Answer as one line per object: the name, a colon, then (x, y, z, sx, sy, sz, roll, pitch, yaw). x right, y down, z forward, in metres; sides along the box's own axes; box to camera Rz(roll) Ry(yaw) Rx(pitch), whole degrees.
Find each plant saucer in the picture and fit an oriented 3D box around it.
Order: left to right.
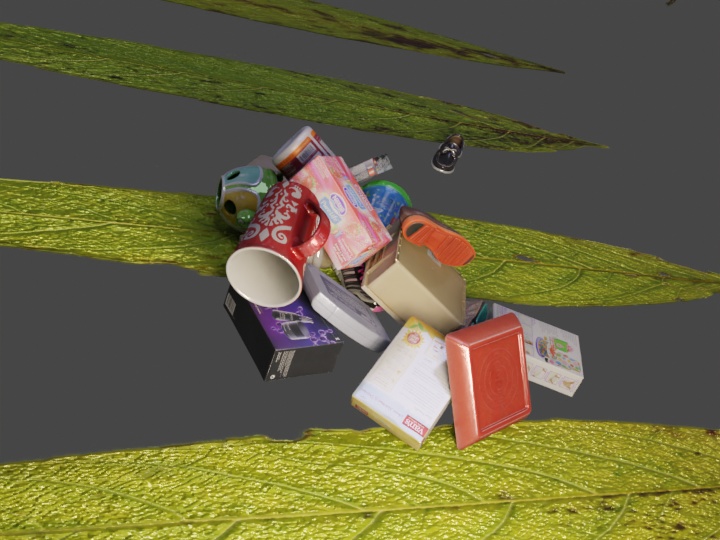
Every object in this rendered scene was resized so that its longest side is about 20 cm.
plant saucer: (0.235, 0.192, 1.414, 0.198, 0.204, 0.036, -13, 8, -43)

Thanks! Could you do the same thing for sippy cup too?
sippy cup: (0.038, -0.109, 1.793, 0.174, 0.141, 0.131, 2, 38, 19)

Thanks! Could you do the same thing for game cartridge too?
game cartridge: (-0.030, 0.072, 1.478, 0.199, 0.041, 0.133, 37, 10, -35)

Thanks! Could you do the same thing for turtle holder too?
turtle holder: (-0.229, -0.132, 1.655, 0.129, 0.141, 0.188, 10, 55, -19)

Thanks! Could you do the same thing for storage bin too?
storage bin: (0.112, 0.020, 1.600, 0.200, 0.093, 0.200, 43, 27, -17)

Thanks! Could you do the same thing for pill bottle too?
pill bottle: (-0.082, -0.192, 1.678, 0.200, 0.109, 0.110, 48, 29, -15)

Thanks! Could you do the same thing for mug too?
mug: (-0.123, -0.053, 1.407, 0.174, 0.135, 0.202, 1, 42, 13)

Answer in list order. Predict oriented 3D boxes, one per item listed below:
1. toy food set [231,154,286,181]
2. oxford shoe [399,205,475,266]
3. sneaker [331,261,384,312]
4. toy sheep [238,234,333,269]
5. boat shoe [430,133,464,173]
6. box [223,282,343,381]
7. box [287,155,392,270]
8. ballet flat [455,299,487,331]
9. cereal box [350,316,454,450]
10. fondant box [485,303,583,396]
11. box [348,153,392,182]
toy food set: (-0.197, -0.200, 1.851, 0.141, 0.061, 0.200, 16, 30, 12)
oxford shoe: (0.156, -0.073, 1.607, 0.199, 0.071, 0.073, 31, 27, -36)
sneaker: (0.000, 0.000, 1.638, 0.073, 0.088, 0.201, 0, 39, -31)
toy sheep: (-0.141, -0.039, 1.568, 0.196, 0.139, 0.139, 7, 35, -23)
boat shoe: (0.256, -0.337, 2.309, 0.073, 0.061, 0.200, 28, 33, 8)
box: (-0.139, 0.093, 1.430, 0.139, 0.080, 0.201, -1, 39, -36)
box: (-0.041, -0.113, 1.549, 0.202, 0.094, 0.102, 59, 25, 10)
ballet flat: (0.206, 0.117, 1.630, 0.066, 0.069, 0.200, 10, 23, 18)
cereal box: (0.094, 0.191, 1.394, 0.143, 0.040, 0.200, 32, 59, 16)
fondant box: (0.351, 0.160, 1.647, 0.197, 0.059, 0.145, 20, 32, -2)
box: (-0.036, -0.204, 1.809, 0.040, 0.197, 0.137, 67, 19, -6)
